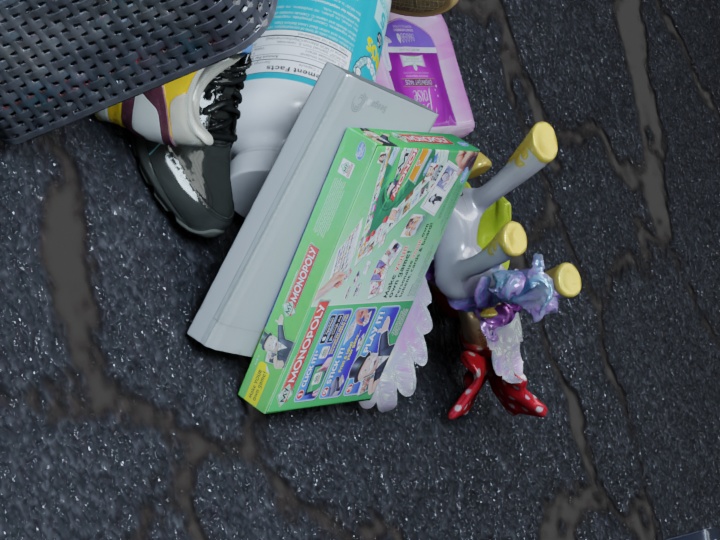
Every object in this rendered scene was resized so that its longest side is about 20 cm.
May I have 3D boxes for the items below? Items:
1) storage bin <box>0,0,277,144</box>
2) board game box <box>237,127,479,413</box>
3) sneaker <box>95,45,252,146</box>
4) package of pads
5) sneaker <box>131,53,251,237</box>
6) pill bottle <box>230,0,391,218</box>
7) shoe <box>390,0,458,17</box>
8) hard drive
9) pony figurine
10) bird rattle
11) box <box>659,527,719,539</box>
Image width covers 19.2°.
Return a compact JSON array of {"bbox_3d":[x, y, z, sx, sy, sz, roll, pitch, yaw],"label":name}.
[{"bbox_3d":[-0.148,-0.174,1.240,0.094,0.199,0.136,51,32,-34],"label":"storage bin"},{"bbox_3d":[0.000,0.000,1.455,0.134,0.029,0.201,-1,118,-56],"label":"board game box"},{"bbox_3d":[-0.102,-0.179,1.366,0.075,0.089,0.202,-23,131,-78],"label":"sneaker"},{"bbox_3d":[0.016,-0.152,1.699,0.200,0.075,0.121,-12,82,-64],"label":"package of pads"},{"bbox_3d":[-0.113,-0.123,1.422,0.075,0.079,0.202,-3,78,-64],"label":"sneaker"},{"bbox_3d":[-0.045,-0.132,1.510,0.111,0.110,0.201,45,46,-43],"label":"pill bottle"},{"bbox_3d":[-0.002,-0.243,1.590,0.054,0.199,0.070,-53,145,-23],"label":"shoe"},{"bbox_3d":[-0.030,-0.034,1.433,0.026,0.201,0.132,32,9,29],"label":"hard drive"},{"bbox_3d":[0.073,-0.005,1.562,0.166,0.199,0.195,-9,88,-35],"label":"pony figurine"},{"bbox_3d":[0.097,0.021,1.729,0.163,0.112,0.201,-87,154,-69],"label":"bird rattle"},{"bbox_3d":[0.222,0.318,1.654,0.123,0.199,0.200,8,66,-62],"label":"box"}]
